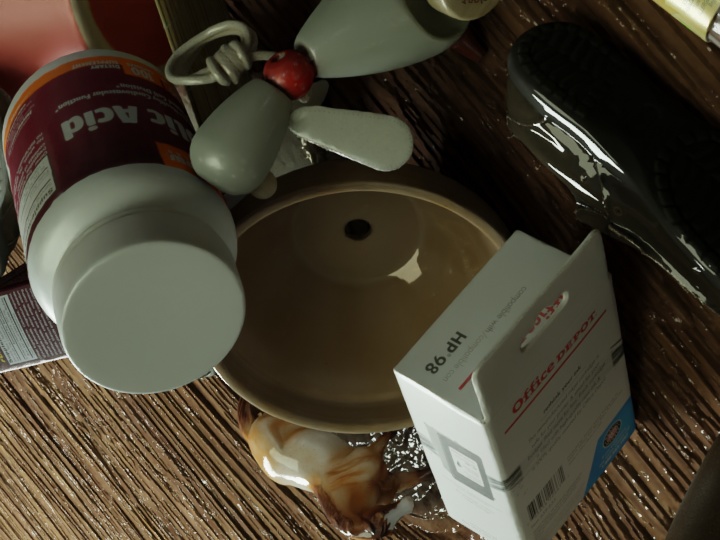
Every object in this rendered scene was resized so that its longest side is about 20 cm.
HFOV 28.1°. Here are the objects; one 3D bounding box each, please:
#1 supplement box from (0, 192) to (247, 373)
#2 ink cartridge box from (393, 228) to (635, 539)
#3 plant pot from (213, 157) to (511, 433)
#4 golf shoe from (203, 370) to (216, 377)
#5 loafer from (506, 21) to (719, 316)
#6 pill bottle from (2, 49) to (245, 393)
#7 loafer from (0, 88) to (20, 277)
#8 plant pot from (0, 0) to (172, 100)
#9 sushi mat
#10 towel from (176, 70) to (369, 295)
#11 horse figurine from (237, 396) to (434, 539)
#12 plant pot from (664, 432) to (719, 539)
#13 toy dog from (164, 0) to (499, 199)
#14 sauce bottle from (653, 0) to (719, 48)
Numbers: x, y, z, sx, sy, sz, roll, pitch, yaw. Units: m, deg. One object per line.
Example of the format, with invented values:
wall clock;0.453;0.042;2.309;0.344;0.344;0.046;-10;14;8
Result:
supplement box;-0.168;0.010;0.973;0.199;0.109;0.061;-13;106;36
ink cartridge box;0.089;0.062;0.813;0.067;0.116;0.200;28;154;34
plant pot;0.000;0.000;0.893;0.200;0.093;0.202;0;129;-1
golf shoe;-0.137;0.023;1.065;0.200;0.094;0.078;89;159;-49
loafer;0.152;-0.045;0.750;0.200;0.073;0.071;49;154;16
pill bottle;-0.133;-0.031;0.800;0.200;0.114;0.115;-118;20;-51
loafer;-0.250;-0.070;0.939;0.075;0.070;0.200;24;149;-2
plant pot;-0.201;-0.187;0.934;0.177;0.200;0.201;3;121;34
sushi mat;-0.100;-0.164;0.846;0.012;0.096;0.201;-7;126;14
towel;-0.050;-0.043;0.998;0.132;0.034;0.201;1;118;47
horse figurine;-0.019;0.120;1.010;0.200;0.132;0.050;26;135;34
plant pot;0.222;0.169;0.723;0.187;0.200;0.188;28;136;31
toy dog;0.001;-0.108;0.785;0.096;0.200;0.132;52;-173;-37
sauce bottle;0.121;-0.180;0.673;0.200;0.065;0.065;44;143;17
